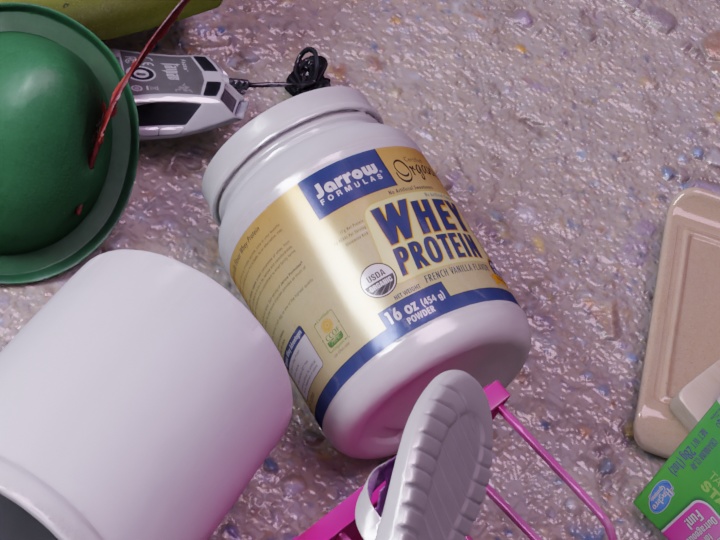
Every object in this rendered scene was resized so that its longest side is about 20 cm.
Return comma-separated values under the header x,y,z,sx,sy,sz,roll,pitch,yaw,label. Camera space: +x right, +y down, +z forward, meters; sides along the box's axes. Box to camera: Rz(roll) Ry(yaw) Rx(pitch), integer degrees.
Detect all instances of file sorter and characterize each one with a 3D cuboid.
x,y,z,sx,sy,sz,roll,pitch,yaw,label
0.033,0.190,1.609,0.200,0.139,0.125,-36,76,-34,file sorter

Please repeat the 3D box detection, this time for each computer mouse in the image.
x,y,z,sx,sy,sz,roll,pitch,yaw,label
-0.113,-0.111,1.821,0.199,0.044,0.110,2,34,-12,computer mouse

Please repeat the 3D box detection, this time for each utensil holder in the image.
x,y,z,sx,sy,sz,roll,pitch,yaw,label
-0.153,0.109,1.585,0.170,0.170,0.200,34,52,7,utensil holder

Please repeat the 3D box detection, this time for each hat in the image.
x,y,z,sx,sy,sz,roll,pitch,yaw,label
-0.184,-0.091,1.656,0.165,0.176,0.201,9,87,-22,hat

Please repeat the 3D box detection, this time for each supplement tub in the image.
x,y,z,sx,sy,sz,roll,pitch,yaw,label
0.000,0.000,1.723,0.144,0.145,0.200,-19,65,-28,supplement tub

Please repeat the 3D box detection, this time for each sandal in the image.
x,y,z,sx,sy,sz,roll,pitch,yaw,label
0.021,0.138,1.518,0.050,0.083,0.203,-1,51,29,sandal

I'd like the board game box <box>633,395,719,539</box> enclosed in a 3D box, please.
x,y,z,sx,sy,sz,roll,pitch,yaw,label
0.283,0.159,1.697,0.200,0.153,0.040,45,38,15,board game box

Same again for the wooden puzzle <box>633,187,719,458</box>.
x,y,z,sx,sy,sz,roll,pitch,yaw,label
0.277,0.057,1.845,0.184,0.037,0.201,18,58,-6,wooden puzzle

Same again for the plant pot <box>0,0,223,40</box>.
x,y,z,sx,sy,sz,roll,pitch,yaw,label
-0.218,-0.214,1.797,0.200,0.187,0.187,-28,68,-16,plant pot

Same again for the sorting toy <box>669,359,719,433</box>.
x,y,z,sx,sy,sz,roll,pitch,yaw,label
0.339,0.096,1.778,0.199,0.070,0.200,-34,77,-28,sorting toy
